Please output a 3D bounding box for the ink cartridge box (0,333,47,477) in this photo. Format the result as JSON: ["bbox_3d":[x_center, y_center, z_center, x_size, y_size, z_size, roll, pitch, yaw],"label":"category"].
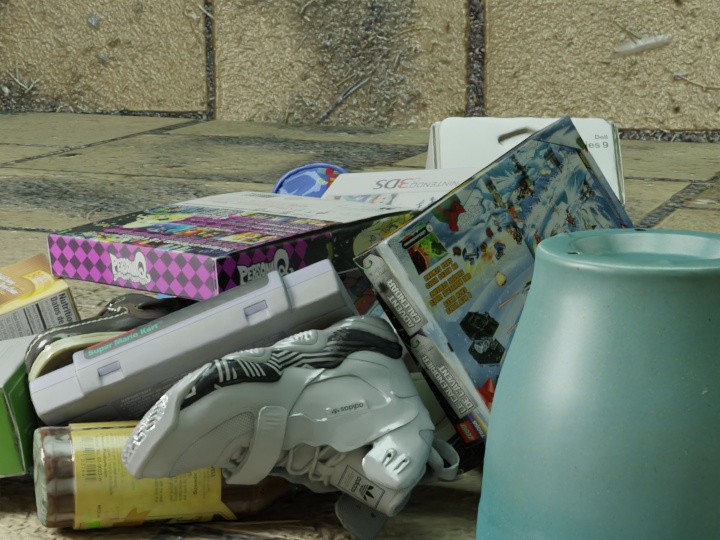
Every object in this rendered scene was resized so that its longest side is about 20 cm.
[{"bbox_3d":[-0.296,0.098,1.294,0.198,0.060,0.104,-10,15,10],"label":"ink cartridge box"}]

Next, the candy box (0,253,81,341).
[{"bbox_3d":[-0.299,0.057,1.438,0.199,0.056,0.115,-22,19,-12],"label":"candy box"}]

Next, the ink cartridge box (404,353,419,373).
[{"bbox_3d":[0.119,0.062,1.521,0.198,0.084,0.147,0,11,-5],"label":"ink cartridge box"}]

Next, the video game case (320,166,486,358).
[{"bbox_3d":[0.000,0.000,1.435,0.181,0.024,0.200,0,43,45],"label":"video game case"}]

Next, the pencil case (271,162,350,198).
[{"bbox_3d":[-0.038,0.001,1.629,0.077,0.087,0.201,-7,-31,-8],"label":"pencil case"}]

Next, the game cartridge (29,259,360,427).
[{"bbox_3d":[-0.093,0.063,1.265,0.199,0.039,0.130,-22,-33,2],"label":"game cartridge"}]

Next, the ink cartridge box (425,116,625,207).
[{"bbox_3d":[0.121,-0.030,1.600,0.144,0.088,0.201,-1,-33,-4],"label":"ink cartridge box"}]

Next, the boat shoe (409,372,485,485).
[{"bbox_3d":[-0.015,0.109,1.329,0.200,0.061,0.072,-2,51,30],"label":"boat shoe"}]

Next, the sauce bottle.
[{"bbox_3d":[-0.097,0.121,1.235,0.198,0.065,0.065,-1,10,-12],"label":"sauce bottle"}]

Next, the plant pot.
[{"bbox_3d":[0.161,0.077,1.140,0.198,0.190,0.200,0,9,0],"label":"plant pot"}]

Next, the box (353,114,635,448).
[{"bbox_3d":[0.100,0.003,1.287,0.200,0.138,0.040,-34,4,-41],"label":"box"}]

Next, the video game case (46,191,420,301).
[{"bbox_3d":[-0.087,-0.019,1.401,0.180,0.036,0.199,-14,14,-40],"label":"video game case"}]

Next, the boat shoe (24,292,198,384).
[{"bbox_3d":[-0.147,0.049,1.328,0.200,0.072,0.066,0,45,-51],"label":"boat shoe"}]

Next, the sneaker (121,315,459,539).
[{"bbox_3d":[-0.034,0.103,1.180,0.199,0.075,0.115,-19,63,-36],"label":"sneaker"}]

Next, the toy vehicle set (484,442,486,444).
[{"bbox_3d":[0.139,0.104,1.341,0.123,0.027,0.200,-1,-1,-10],"label":"toy vehicle set"}]

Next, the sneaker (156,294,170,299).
[{"bbox_3d":[-0.121,0.007,1.610,0.075,0.106,0.200,2,-18,-37],"label":"sneaker"}]
